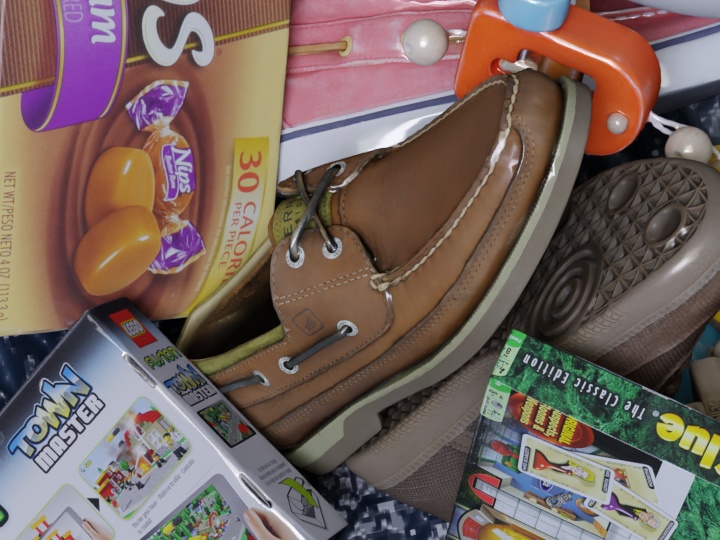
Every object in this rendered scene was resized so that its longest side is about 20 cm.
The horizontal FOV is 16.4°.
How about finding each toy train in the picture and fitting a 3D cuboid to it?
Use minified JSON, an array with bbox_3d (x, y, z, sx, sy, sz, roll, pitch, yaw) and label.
[{"bbox_3d":[0.085,-0.016,0.838,0.149,0.201,0.056,19,45,13],"label":"toy train"}]

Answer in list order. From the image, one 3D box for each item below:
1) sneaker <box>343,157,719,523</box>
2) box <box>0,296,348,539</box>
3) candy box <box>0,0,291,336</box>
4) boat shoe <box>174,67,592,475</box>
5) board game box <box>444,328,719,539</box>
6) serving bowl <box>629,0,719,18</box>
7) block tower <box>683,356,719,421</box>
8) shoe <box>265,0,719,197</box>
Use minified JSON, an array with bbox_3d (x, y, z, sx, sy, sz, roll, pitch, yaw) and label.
[{"bbox_3d":[0.074,0.029,0.808,0.075,0.200,0.071,30,55,-19],"label":"sneaker"},{"bbox_3d":[-0.109,0.118,0.840,0.110,0.035,0.200,45,108,8],"label":"box"},{"bbox_3d":[-0.084,-0.085,0.842,0.116,0.056,0.201,-5,109,-36],"label":"candy box"},{"bbox_3d":[0.000,0.000,0.796,0.068,0.200,0.072,25,45,-15],"label":"boat shoe"},{"bbox_3d":[0.078,0.095,0.798,0.104,0.200,0.024,22,60,8],"label":"board game box"},{"bbox_3d":[0.121,-0.155,0.858,0.199,0.066,0.201,2,52,-3],"label":"serving bowl"},{"bbox_3d":[0.200,0.041,0.800,0.199,0.058,0.054,-15,44,0],"label":"block tower"},{"bbox_3d":[0.053,-0.092,0.879,0.199,0.071,0.092,-13,87,8],"label":"shoe"}]
